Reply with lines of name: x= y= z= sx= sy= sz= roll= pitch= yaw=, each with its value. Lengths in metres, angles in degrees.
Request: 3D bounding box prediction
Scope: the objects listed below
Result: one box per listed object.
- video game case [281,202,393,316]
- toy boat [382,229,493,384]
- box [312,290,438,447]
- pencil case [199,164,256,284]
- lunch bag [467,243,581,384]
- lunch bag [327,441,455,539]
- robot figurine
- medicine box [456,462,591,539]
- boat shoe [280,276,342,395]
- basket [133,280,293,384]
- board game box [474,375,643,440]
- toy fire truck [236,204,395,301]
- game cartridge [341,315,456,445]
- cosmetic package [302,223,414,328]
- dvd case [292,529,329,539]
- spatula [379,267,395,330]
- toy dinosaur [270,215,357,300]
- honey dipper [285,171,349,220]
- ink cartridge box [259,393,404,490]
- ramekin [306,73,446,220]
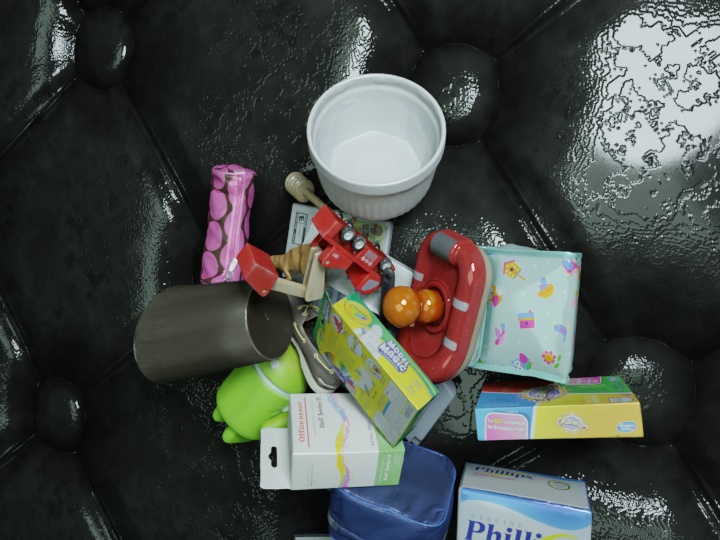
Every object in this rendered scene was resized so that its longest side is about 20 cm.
video game case: x=-0.046 y=0.007 z=0.892 sx=0.176 sy=0.022 sz=0.208 roll=12 pitch=95 yaw=18
toy boat: x=0.084 y=0.050 z=0.716 sx=0.130 sy=0.127 sz=0.208 roll=34 pitch=117 yaw=55
box: x=0.009 y=0.124 z=0.730 sx=0.200 sy=0.048 sz=0.119 roll=47 pitch=144 yaw=20
pencil case: x=-0.219 y=-0.073 z=0.910 sx=0.087 sy=0.094 sz=0.209 roll=4 pitch=96 yaw=-15
lunch bag: x=0.201 y=0.051 z=0.760 sx=0.193 sy=0.121 sz=0.178 roll=6 pitch=95 yaw=25
lunch bag: x=0.038 y=0.347 z=0.808 sx=0.193 sy=0.136 sz=0.137 roll=15 pitch=120 yaw=18
robot figurine: x=-0.157 y=0.191 z=0.888 sx=0.201 sy=0.114 sz=0.177 roll=-48 pitch=56 yaw=15
medicine box: x=0.228 y=0.403 z=0.774 sx=0.175 sy=0.103 sz=0.209 roll=3 pitch=94 yaw=18
boat shoe: x=-0.080 y=0.089 z=0.840 sx=0.060 sy=0.070 sz=0.204 roll=-45 pitch=62 yaw=34
basket: x=-0.208 y=0.083 z=0.813 sx=0.194 sy=0.181 sz=0.140 roll=-10 pitch=112 yaw=27
board game box: x=0.259 y=0.183 z=0.728 sx=0.192 sy=0.152 sz=0.042 roll=-7 pitch=89 yaw=18
toy fire truck: x=-0.054 y=-0.006 z=0.732 sx=0.141 sy=0.198 sz=0.049 roll=-46 pitch=44 yaw=9
game cartridge: x=0.046 y=0.161 z=0.843 sx=0.198 sy=0.040 sz=0.135 roll=38 pitch=117 yaw=9
cosmetic package: x=0.000 y=0.000 z=0.838 sx=0.196 sy=0.050 sz=0.085 roll=31 pitch=101 yaw=15
dvd case: x=-0.016 y=0.508 z=0.905 sx=0.193 sy=0.017 sz=0.149 roll=-10 pitch=90 yaw=19
spatula: x=0.033 y=0.091 z=0.788 sx=0.054 sy=0.021 sz=0.208 roll=11 pitch=112 yaw=17
toy dinosaur: x=-0.072 y=-0.017 z=0.804 sx=0.194 sy=0.060 sz=0.110 roll=-21 pitch=83 yaw=17
honey dipper: x=-0.062 y=-0.102 z=0.828 sx=0.199 sy=0.037 sz=0.039 roll=42 pitch=108 yaw=48
ink cartridge box: x=-0.045 y=0.238 z=0.769 sx=0.192 sy=0.118 sz=0.070 roll=1 pitch=119 yaw=-12
ramekin: x=0.023 y=-0.169 z=0.780 sx=0.192 sy=0.106 sz=0.207 roll=-1 pitch=61 yaw=2
